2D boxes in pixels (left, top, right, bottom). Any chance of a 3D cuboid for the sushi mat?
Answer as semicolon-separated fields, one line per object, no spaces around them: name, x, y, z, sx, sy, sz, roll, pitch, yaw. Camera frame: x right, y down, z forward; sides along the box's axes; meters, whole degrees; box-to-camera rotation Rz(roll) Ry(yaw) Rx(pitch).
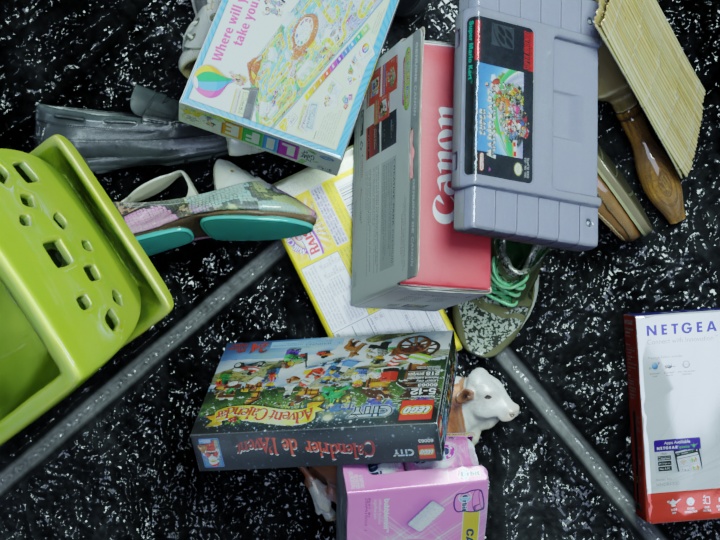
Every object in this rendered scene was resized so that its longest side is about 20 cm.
sushi mat;0.242;-0.172;1.258;0.012;0.200;0.096;-5;53;33

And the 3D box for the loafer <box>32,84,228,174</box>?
loafer;-0.178;-0.122;1.286;0.199;0.068;0.071;-7;98;0

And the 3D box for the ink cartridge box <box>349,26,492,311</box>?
ink cartridge box;0.055;-0.076;1.226;0.083;0.176;0.201;4;82;-16

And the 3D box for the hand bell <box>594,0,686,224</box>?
hand bell;0.233;-0.130;1.310;0.104;0.104;0.201;-28;103;-3

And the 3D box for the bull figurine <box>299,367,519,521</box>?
bull figurine;0.038;0.150;1.298;0.199;0.065;0.122;-7;100;2

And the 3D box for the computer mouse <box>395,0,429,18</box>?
computer mouse;0.020;-0.321;1.276;0.046;0.140;0.200;-35;88;-41

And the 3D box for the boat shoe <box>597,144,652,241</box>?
boat shoe;0.169;-0.096;1.310;0.068;0.072;0.200;-39;92;13

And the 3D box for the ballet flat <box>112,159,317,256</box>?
ballet flat;-0.137;-0.054;1.284;0.199;0.069;0.072;-9;70;8

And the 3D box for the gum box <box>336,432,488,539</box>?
gum box;0.039;0.223;1.249;0.113;0.066;0.201;-4;124;-7

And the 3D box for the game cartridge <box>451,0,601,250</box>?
game cartridge;0.129;-0.122;1.174;0.129;0.038;0.201;8;79;-37

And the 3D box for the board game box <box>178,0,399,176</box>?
board game box;-0.049;-0.189;1.217;0.134;0.034;0.201;20;68;0

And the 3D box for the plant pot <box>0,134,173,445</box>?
plant pot;-0.281;0.017;1.205;0.200;0.181;0.199;-33;91;33

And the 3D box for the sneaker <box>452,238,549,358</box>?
sneaker;0.121;-0.007;1.272;0.077;0.089;0.201;21;116;6

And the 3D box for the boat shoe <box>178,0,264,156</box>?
boat shoe;-0.118;-0.182;1.258;0.069;0.071;0.201;-18;64;-14

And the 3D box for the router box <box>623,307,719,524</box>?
router box;0.335;0.121;1.324;0.199;0.049;0.180;-5;91;-3

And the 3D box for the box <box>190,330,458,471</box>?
box;-0.025;0.104;1.239;0.199;0.137;0.038;-4;118;11

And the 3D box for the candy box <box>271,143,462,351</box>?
candy box;0.000;0.000;1.317;0.102;0.026;0.201;-26;91;0
